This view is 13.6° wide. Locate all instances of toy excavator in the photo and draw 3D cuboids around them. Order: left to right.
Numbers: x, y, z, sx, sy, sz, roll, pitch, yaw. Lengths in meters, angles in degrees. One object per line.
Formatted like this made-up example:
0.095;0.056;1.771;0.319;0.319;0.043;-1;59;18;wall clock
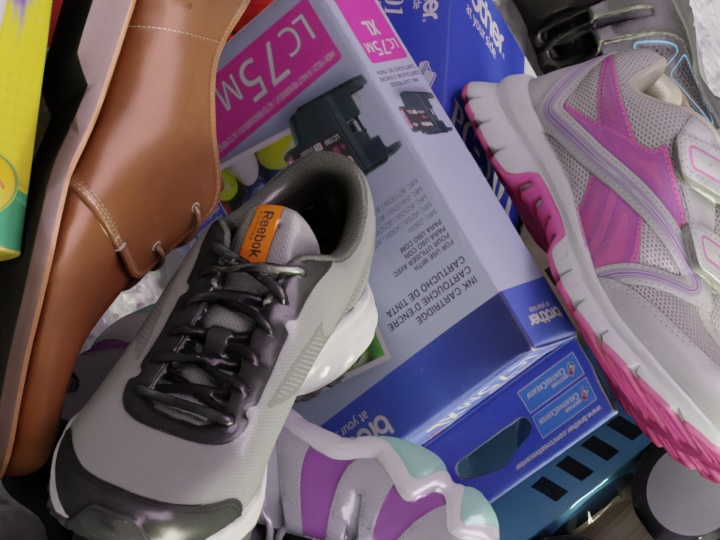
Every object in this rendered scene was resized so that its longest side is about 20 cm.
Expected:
0.094;0.039;1.200;0.200;0.194;0.100;51;1;22;toy excavator

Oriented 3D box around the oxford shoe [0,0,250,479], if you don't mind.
-0.086;-0.017;1.045;0.071;0.071;0.201;20;83;-19;oxford shoe

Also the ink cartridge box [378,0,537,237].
0.051;-0.044;1.262;0.200;0.044;0.094;52;36;-54;ink cartridge box

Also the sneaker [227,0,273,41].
-0.058;-0.125;1.225;0.085;0.077;0.201;3;69;-27;sneaker

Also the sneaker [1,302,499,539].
-0.050;0.100;1.062;0.140;0.200;0.078;-32;142;-43;sneaker

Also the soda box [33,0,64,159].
-0.164;-0.111;1.081;0.200;0.064;0.068;37;49;-32;soda box

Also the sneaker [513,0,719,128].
0.121;-0.089;1.399;0.200;0.073;0.082;54;42;-16;sneaker

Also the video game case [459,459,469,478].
0.115;0.148;1.304;0.181;0.045;0.201;-9;81;-50;video game case

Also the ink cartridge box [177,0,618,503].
0.000;0.000;1.143;0.042;0.119;0.200;-19;74;-56;ink cartridge box

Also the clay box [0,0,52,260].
-0.160;-0.085;1.000;0.115;0.047;0.201;15;75;-40;clay box

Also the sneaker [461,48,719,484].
0.113;-0.012;1.128;0.201;0.088;0.081;64;4;32;sneaker

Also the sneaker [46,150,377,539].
-0.049;0.027;1.030;0.074;0.080;0.200;19;38;11;sneaker
